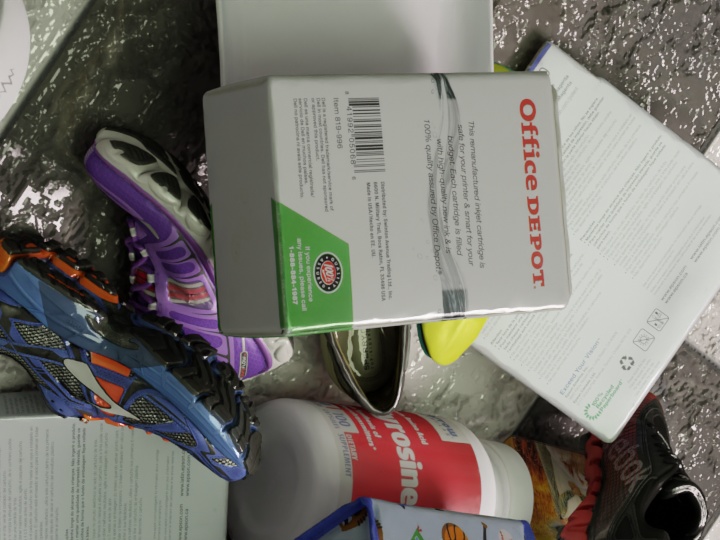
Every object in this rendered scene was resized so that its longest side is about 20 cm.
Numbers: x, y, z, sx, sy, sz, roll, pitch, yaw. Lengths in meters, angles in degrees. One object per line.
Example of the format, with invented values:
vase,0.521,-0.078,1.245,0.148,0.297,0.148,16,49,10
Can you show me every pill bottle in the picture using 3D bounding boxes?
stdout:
pill bottle,0.016,0.148,1.499,0.200,0.112,0.112,9,106,-39

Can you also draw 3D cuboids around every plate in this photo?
plate,-0.006,-0.106,1.370,0.199,0.032,0.200,-1,89,-32

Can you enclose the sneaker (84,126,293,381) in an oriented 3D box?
sneaker,-0.113,0.002,1.359,0.083,0.081,0.200,-31,123,1

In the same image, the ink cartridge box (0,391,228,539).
ink cartridge box,-0.183,0.167,1.395,0.200,0.043,0.197,-1,114,-13

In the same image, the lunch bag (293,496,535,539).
lunch bag,0.001,0.239,1.407,0.200,0.124,0.170,-34,147,31

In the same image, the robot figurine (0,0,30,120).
robot figurine,-0.263,-0.135,1.148,0.150,0.125,0.200,-33,138,27

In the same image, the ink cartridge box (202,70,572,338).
ink cartridge box,0.017,-0.040,1.314,0.200,0.083,0.147,-3,89,-32

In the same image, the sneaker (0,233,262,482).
sneaker,-0.144,0.061,1.328,0.200,0.075,0.078,37,110,1

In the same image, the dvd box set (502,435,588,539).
dvd box set,0.173,0.216,1.580,0.146,0.200,0.029,16,133,-24

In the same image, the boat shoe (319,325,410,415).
boat shoe,0.000,0.000,1.434,0.073,0.065,0.200,-21,118,-11

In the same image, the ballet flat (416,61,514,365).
ballet flat,0.076,-0.036,1.443,0.067,0.067,0.200,0,95,-56

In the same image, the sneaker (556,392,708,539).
sneaker,0.197,0.150,1.552,0.071,0.098,0.201,56,32,-24

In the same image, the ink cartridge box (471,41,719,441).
ink cartridge box,0.145,-0.020,1.526,0.200,0.043,0.196,36,89,-10
